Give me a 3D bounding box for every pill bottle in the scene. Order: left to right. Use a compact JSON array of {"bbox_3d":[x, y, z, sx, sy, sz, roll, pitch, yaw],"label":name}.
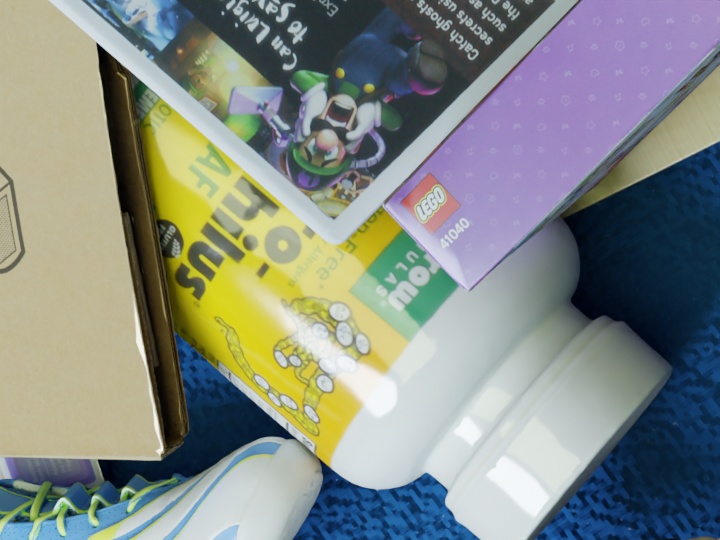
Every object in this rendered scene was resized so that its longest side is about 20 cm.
[{"bbox_3d":[0.000,0.000,0.888,0.200,0.113,0.113,41,110,9],"label":"pill bottle"}]

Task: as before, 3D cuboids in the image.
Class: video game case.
[{"bbox_3d":[-0.015,-0.132,0.772,0.200,0.023,0.182,41,103,-22],"label":"video game case"}]

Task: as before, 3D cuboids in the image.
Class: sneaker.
[{"bbox_3d":[-0.099,0.104,0.937,0.105,0.076,0.200,39,126,-3],"label":"sneaker"}]

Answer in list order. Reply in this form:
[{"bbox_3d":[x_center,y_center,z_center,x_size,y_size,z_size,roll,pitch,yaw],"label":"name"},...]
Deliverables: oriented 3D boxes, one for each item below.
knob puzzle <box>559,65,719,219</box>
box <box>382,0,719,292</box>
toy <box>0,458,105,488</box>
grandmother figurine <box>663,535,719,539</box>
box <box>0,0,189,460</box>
[{"bbox_3d":[0.095,-0.143,0.870,0.219,0.030,0.220,5,103,24],"label":"knob puzzle"},{"bbox_3d":[0.103,-0.087,0.784,0.039,0.137,0.200,46,114,4],"label":"box"},{"bbox_3d":[-0.203,0.059,1.007,0.200,0.047,0.115,-20,91,21],"label":"toy"},{"bbox_3d":[0.108,0.132,0.840,0.200,0.061,0.122,8,106,23],"label":"grandmother figurine"},{"bbox_3d":[-0.156,-0.019,0.884,0.200,0.021,0.164,-1,105,29],"label":"box"}]
